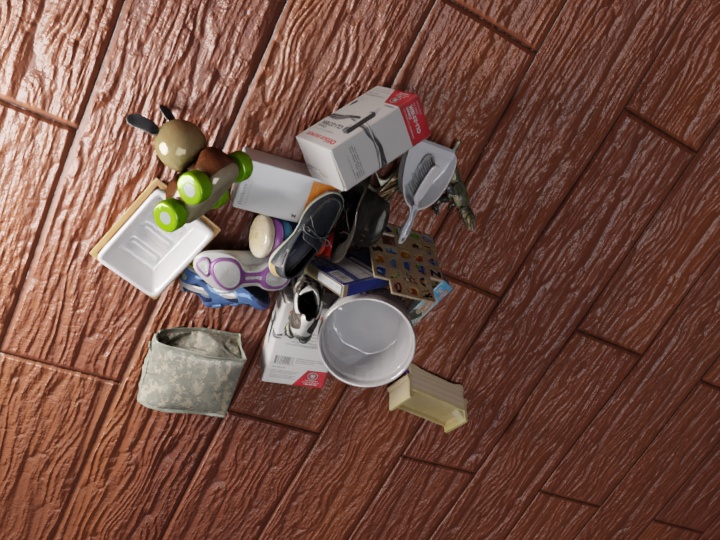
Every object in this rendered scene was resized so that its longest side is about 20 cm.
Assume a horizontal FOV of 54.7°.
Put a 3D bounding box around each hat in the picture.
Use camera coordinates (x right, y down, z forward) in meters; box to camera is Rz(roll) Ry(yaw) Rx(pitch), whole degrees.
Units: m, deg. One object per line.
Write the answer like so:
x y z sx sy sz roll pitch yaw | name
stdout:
0.008 -0.100 1.330 0.080 0.201 0.203 17 114 -13 | hat

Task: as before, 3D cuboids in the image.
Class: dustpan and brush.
0.112 -0.150 1.370 0.138 0.057 0.202 9 119 -42 | dustpan and brush

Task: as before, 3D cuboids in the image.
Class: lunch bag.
-0.363 0.210 1.470 0.197 0.118 0.166 11 116 -26 | lunch bag

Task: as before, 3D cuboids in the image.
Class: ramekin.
0.013 0.125 1.414 0.196 0.105 0.204 1 113 2 | ramekin

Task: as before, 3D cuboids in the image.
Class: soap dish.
-0.390 -0.063 1.329 0.200 0.082 0.157 -44 120 11 | soap dish

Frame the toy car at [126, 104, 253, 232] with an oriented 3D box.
-0.318 -0.198 1.217 0.157 0.164 0.201 -38 93 32 | toy car

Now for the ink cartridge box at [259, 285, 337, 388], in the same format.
-0.127 0.145 1.518 0.142 0.084 0.203 10 116 -20 | ink cartridge box

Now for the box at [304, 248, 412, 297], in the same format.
0.000 0.000 1.408 0.198 0.120 0.033 -14 123 -40 | box

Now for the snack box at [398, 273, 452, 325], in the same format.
0.102 0.070 1.521 0.200 0.117 0.037 -45 121 11 | snack box

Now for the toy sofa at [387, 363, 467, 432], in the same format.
0.166 0.314 1.708 0.198 0.099 0.083 26 134 -27 | toy sofa

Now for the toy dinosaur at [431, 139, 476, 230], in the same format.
0.190 -0.166 1.457 0.087 0.047 0.202 -28 123 -16 | toy dinosaur

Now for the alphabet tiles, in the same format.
0.093 -0.019 1.425 0.165 0.202 0.008 14 133 -22 | alphabet tiles

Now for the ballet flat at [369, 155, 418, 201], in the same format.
0.047 -0.172 1.408 0.072 0.068 0.200 43 102 -10 | ballet flat

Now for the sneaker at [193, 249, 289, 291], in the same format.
-0.241 -0.003 1.386 0.197 0.099 0.076 10 105 -31 | sneaker

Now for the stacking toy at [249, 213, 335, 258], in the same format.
-0.121 -0.060 1.403 0.197 0.085 0.086 5 118 -36 | stacking toy

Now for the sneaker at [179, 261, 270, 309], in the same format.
-0.279 0.038 1.426 0.198 0.074 0.083 26 112 -19 | sneaker

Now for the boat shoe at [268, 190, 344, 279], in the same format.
-0.095 -0.064 1.325 0.201 0.062 0.075 -50 128 -4 | boat shoe

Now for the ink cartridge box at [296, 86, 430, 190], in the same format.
0.003 -0.244 1.262 0.199 0.144 0.085 -36 124 -16 | ink cartridge box

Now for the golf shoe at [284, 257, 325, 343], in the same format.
-0.099 0.043 1.401 0.077 0.203 0.095 14 145 -17 | golf shoe

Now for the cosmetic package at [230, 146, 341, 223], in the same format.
-0.143 -0.158 1.352 0.197 0.072 0.103 12 115 -21 | cosmetic package
